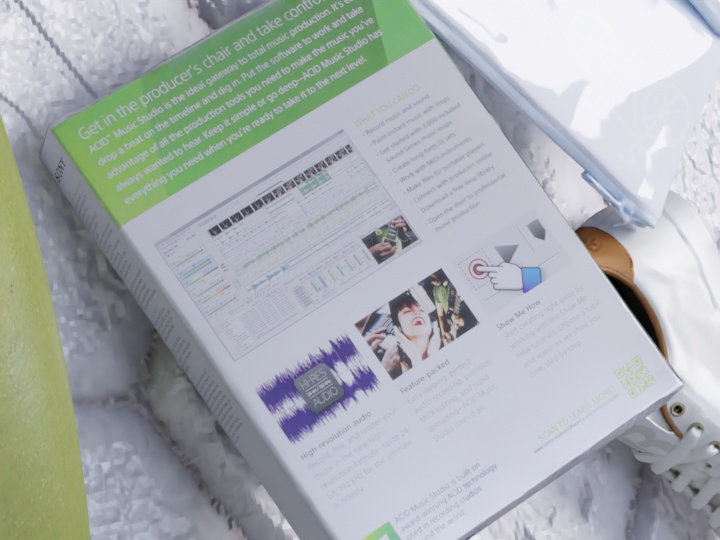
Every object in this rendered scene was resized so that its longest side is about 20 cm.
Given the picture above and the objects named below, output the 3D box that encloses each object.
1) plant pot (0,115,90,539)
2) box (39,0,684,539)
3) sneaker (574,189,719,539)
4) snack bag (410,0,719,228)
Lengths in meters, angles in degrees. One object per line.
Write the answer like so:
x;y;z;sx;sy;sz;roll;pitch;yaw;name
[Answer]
-0.160;0.045;0.799;0.187;0.187;0.200;-49;128;-38;plant pot
0.000;0.000;0.964;0.144;0.036;0.200;-32;83;-22;box
0.135;0.070;1.125;0.085;0.073;0.200;-29;88;-40;sneaker
0.095;-0.147;1.092;0.188;0.021;0.200;40;65;-30;snack bag
